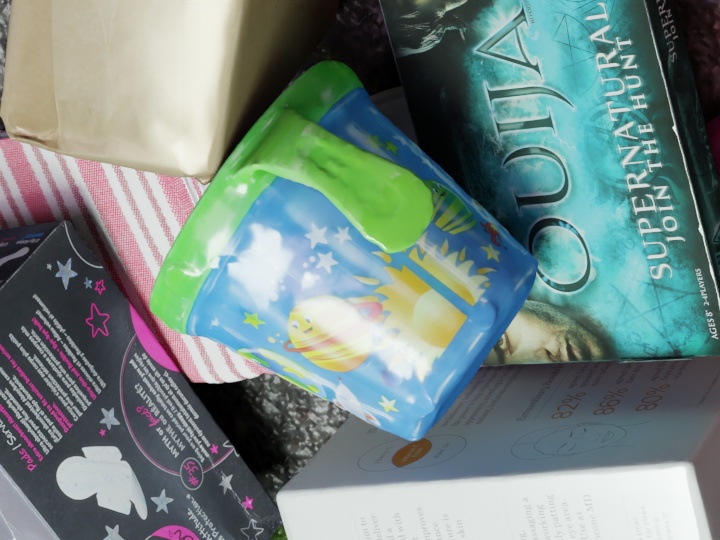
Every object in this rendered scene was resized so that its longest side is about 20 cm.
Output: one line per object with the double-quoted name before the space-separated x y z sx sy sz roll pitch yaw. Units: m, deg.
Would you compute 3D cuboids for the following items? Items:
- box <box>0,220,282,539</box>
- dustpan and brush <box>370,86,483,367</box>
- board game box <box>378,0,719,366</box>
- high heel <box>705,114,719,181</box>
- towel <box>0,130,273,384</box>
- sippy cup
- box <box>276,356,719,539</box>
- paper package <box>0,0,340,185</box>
"box" -0.159 0.091 1.280 0.132 0.115 0.200 -7 125 47
"dustpan and brush" -0.023 -0.004 1.258 0.200 0.057 0.140 -16 100 22
"board game box" 0.086 -0.056 1.131 0.135 0.028 0.200 -5 108 37
"high heel" 0.219 0.012 1.139 0.096 0.067 0.200 -33 93 23
"towel" -0.120 -0.011 1.281 0.200 0.030 0.146 -7 112 47
"sippy cup" 0.000 0.000 1.122 0.130 0.178 0.140 35 108 7
"box" 0.090 0.109 1.197 0.200 0.152 0.106 -7 110 27
"paper package" -0.066 -0.170 1.105 0.103 0.191 0.200 16 122 10
